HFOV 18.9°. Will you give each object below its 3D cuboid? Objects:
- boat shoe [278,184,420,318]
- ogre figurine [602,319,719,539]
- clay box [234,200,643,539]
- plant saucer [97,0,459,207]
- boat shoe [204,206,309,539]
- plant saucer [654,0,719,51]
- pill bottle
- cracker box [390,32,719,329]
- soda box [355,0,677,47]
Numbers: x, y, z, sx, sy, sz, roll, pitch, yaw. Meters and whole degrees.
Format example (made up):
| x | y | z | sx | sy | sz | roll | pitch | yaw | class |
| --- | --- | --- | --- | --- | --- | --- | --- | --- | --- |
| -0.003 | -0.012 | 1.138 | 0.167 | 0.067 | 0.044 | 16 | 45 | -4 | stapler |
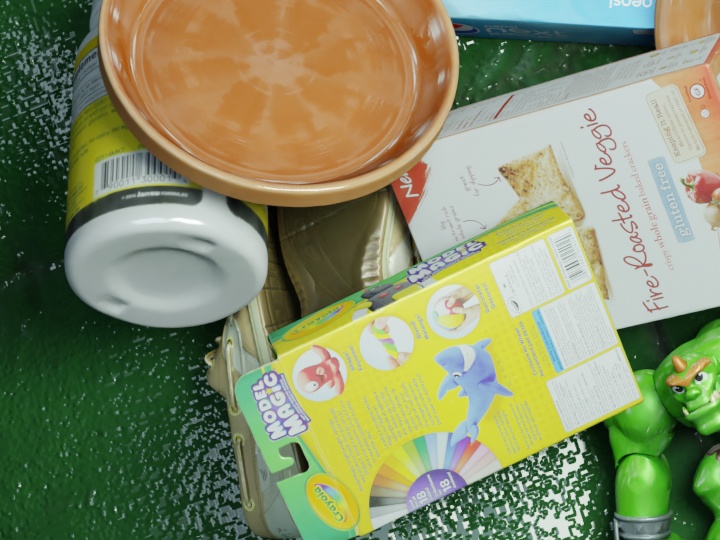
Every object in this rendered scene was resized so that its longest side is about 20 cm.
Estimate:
| x | y | z | sx | sy | sz | roll | pitch | yaw | class |
| --- | --- | --- | --- | --- | --- | --- | --- | --- | --- |
| 0.000 | 0.000 | 1.255 | 0.074 | 0.066 | 0.201 | -10 | 74 | 24 | boat shoe |
| 0.211 | 0.089 | 1.199 | 0.200 | 0.098 | 0.120 | -34 | 84 | 45 | ogre figurine |
| 0.039 | 0.058 | 1.161 | 0.199 | 0.048 | 0.115 | -24 | 108 | -2 | clay box |
| -0.045 | -0.118 | 1.191 | 0.199 | 0.032 | 0.201 | 5 | 56 | -8 | plant saucer |
| -0.057 | 0.060 | 1.269 | 0.066 | 0.074 | 0.201 | -18 | 74 | 31 | boat shoe |
| 0.242 | -0.105 | 1.144 | 0.037 | 0.200 | 0.200 | -32 | 77 | -31 | plant saucer |
| -0.109 | -0.079 | 1.240 | 0.114 | 0.114 | 0.201 | -8 | 57 | 11 | pill bottle |
| 0.127 | -0.037 | 1.194 | 0.199 | 0.058 | 0.135 | -15 | 109 | 28 | cracker box |
| 0.090 | -0.172 | 1.260 | 0.199 | 0.064 | 0.068 | 5 | 87 | 12 | soda box |
